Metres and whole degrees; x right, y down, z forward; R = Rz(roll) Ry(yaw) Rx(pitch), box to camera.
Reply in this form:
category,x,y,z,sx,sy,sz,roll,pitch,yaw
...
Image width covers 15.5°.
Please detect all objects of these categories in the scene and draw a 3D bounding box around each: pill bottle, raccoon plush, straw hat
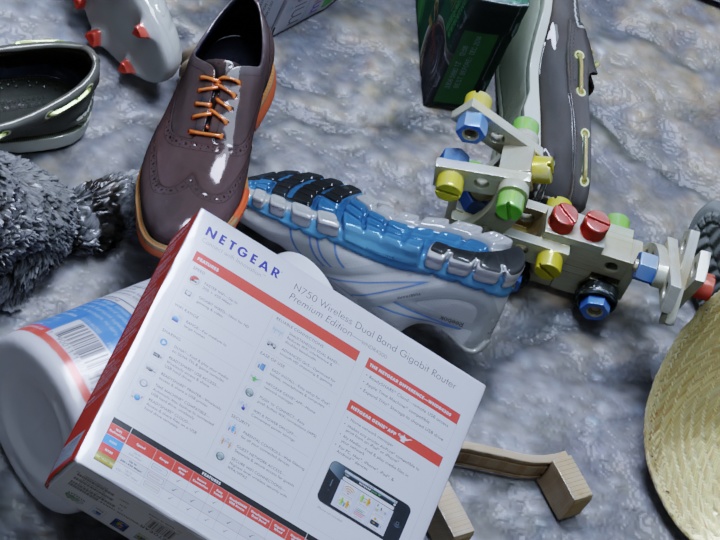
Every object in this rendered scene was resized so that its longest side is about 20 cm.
category,x,y,z,sx,sy,sz,roll,pitch,yaw
pill bottle,-0.109,0.059,1.557,0.199,0.112,0.112,-21,66,-33
raccoon plush,-0.199,-0.060,1.587,0.097,0.134,0.200,45,52,13
straw hat,0.284,0.099,1.699,0.200,0.085,0.202,-2,83,15

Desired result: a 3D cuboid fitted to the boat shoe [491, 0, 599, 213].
category,x,y,z,sx,sy,sz,roll,pitch,yaw
boat shoe,0.131,-0.127,1.821,0.060,0.072,0.202,17,59,-16

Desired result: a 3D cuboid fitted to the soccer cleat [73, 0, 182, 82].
category,x,y,z,sx,sy,sz,roll,pitch,yaw
soccer cleat,-0.166,-0.210,1.755,0.077,0.069,0.200,-21,64,-36

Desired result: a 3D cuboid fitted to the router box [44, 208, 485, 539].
category,x,y,z,sx,sy,sz,roll,pitch,yaw
router box,-0.048,0.093,1.475,0.200,0.049,0.180,33,57,-11

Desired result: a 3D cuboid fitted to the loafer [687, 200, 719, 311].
category,x,y,z,sx,sy,sz,roll,pitch,yaw
loafer,0.295,0.034,1.777,0.070,0.075,0.200,-29,81,-41

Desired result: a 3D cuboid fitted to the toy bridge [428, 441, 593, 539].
category,x,y,z,sx,sy,sz,roll,pitch,yaw
toy bridge,0.045,0.141,1.618,0.199,0.027,0.067,-13,62,-30

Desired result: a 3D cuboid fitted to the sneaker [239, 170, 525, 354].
category,x,y,z,sx,sy,sz,roll,pitch,yaw
sneaker,0.000,0.000,1.671,0.199,0.087,0.075,21,26,15

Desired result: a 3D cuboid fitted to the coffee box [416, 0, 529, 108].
category,x,y,z,sx,sy,sz,roll,pitch,yaw
coffee box,0.073,-0.225,1.831,0.044,0.123,0.201,8,55,-14

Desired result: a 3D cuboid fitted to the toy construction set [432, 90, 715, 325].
category,x,y,z,sx,sy,sz,roll,pitch,yaw
toy construction set,0.135,-0.028,1.706,0.199,0.131,0.092,28,52,3

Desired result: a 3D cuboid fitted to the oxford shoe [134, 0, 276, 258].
category,x,y,z,sx,sy,sz,roll,pitch,yaw
oxford shoe,-0.097,-0.090,1.634,0.071,0.073,0.201,9,47,3

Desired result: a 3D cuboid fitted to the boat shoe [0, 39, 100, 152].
category,x,y,z,sx,sy,sz,roll,pitch,yaw
boat shoe,-0.255,-0.102,1.642,0.201,0.060,0.072,-14,63,-30

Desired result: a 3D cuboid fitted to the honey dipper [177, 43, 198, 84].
category,x,y,z,sx,sy,sz,roll,pitch,yaw
honey dipper,-0.105,-0.056,1.692,0.038,0.038,0.201,12,56,-14

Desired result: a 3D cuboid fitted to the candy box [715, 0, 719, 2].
category,x,y,z,sx,sy,sz,roll,pitch,yaw
candy box,0.289,-0.295,1.998,0.168,0.077,0.201,22,52,-8

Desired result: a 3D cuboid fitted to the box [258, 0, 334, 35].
category,x,y,z,sx,sy,sz,roll,pitch,yaw
box,-0.061,-0.292,1.770,0.176,0.200,0.097,44,52,13
